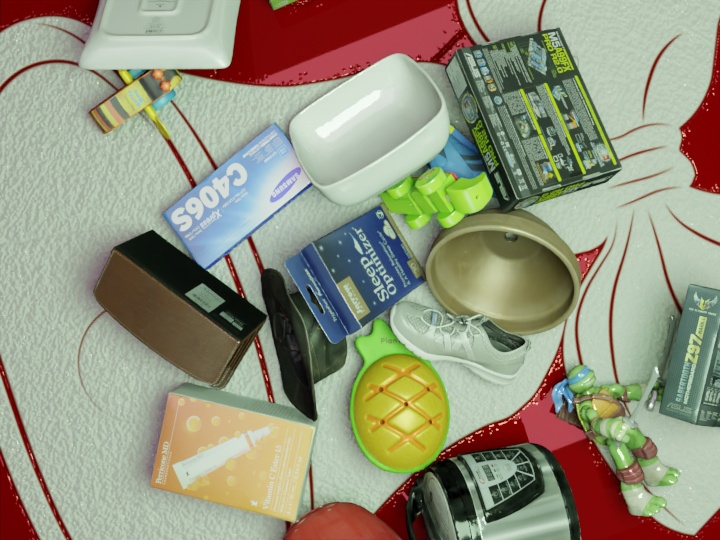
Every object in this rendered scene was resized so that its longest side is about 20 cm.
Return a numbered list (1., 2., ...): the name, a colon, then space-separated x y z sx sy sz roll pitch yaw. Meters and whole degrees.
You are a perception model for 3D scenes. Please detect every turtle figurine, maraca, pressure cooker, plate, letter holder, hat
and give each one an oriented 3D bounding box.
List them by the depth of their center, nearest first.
1. pressure cooker: 0.156 0.319 1.026 0.195 0.176 0.183 -8 77 -10
2. turtle figurine: 0.362 0.198 1.050 0.197 0.144 0.197 -27 96 12
3. hat: -0.063 0.087 1.062 0.079 0.200 0.205 -16 89 -21
4. plate: -0.258 -0.341 1.073 0.194 0.033 0.204 0 54 1
5. letter holder: -0.248 0.071 1.073 0.198 0.101 0.144 36 111 3
6. maraca: 0.051 0.163 1.083 0.133 0.107 0.205 1 71 -10

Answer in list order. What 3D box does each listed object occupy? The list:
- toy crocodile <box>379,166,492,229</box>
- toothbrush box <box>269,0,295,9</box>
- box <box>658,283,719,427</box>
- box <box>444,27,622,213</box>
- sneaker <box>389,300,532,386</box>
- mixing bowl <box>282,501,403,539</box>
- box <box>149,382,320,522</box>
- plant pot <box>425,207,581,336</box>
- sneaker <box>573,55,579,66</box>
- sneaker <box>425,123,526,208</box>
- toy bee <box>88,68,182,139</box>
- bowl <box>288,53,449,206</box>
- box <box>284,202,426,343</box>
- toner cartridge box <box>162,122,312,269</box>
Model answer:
1. toy crocodile: 0.088 -0.098 1.042 0.062 0.199 0.068 -45 111 -20
2. toothbrush box: -0.059 -0.466 1.095 0.196 0.086 0.149 -23 89 2
3. box: 0.445 0.113 1.031 0.050 0.198 0.162 14 89 39
4. box: 0.211 -0.187 1.005 0.157 0.044 0.204 -17 77 -20
5. sneaker: 0.133 0.078 1.077 0.196 0.076 0.083 20 133 -12
6. mixing bowl: -0.037 0.373 1.056 0.199 0.201 0.109 -38 58 1
7. box: -0.162 0.238 1.089 0.195 0.097 0.128 12 90 2
8. plant pot: 0.188 -0.015 1.062 0.196 0.203 0.094 19 51 2
9. sneaker: 0.198 -0.204 1.085 0.143 0.077 0.207 14 80 -10
10. sneaker: 0.138 -0.125 1.073 0.199 0.066 0.079 39 84 28
11. toy bee: -0.282 -0.250 1.080 0.130 0.109 0.202 33 102 -17
12. bowl: 0.017 -0.172 1.058 0.197 0.201 0.075 -32 129 4
13. box: 0.000 0.000 1.051 0.032 0.199 0.123 -31 91 43
14. toner cartridge box: -0.163 -0.100 1.117 0.199 0.043 0.096 -39 91 1
